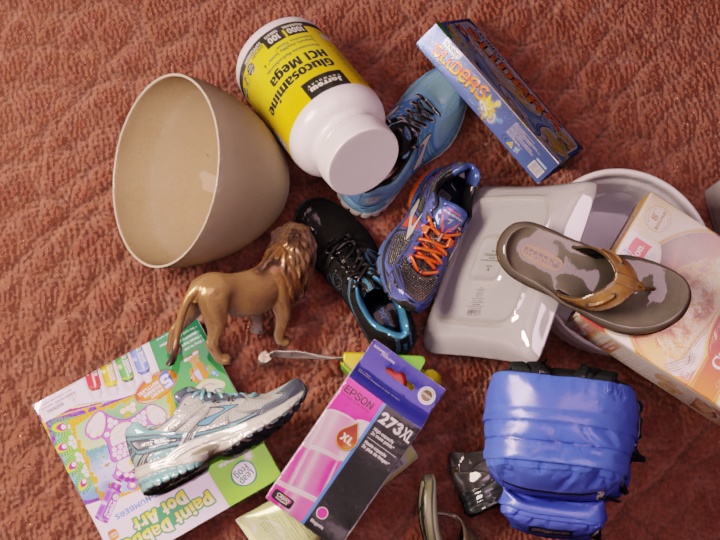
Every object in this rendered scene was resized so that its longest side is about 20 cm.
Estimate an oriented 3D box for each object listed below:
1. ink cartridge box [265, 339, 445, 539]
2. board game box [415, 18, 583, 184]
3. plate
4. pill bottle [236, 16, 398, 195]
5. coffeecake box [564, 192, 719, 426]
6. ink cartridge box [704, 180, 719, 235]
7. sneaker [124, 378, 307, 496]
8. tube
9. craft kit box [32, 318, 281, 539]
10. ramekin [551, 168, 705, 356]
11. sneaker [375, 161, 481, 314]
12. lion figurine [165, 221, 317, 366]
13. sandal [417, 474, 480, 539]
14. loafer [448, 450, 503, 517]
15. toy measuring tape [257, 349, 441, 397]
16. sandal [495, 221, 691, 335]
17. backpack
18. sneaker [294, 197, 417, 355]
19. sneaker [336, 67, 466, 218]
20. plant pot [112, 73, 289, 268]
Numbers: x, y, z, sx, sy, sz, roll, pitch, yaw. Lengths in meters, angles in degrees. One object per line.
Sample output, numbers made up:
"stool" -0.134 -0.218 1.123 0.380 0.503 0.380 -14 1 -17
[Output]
"ink cartridge box" -0.005 0.180 1.609 0.094 0.037 0.201 35 88 2
"board game box" 0.155 -0.189 1.700 0.034 0.135 0.200 -42 86 22
"plate" 0.147 -0.005 1.635 0.032 0.199 0.202 27 77 -31
"pill bottle" -0.044 -0.173 1.645 0.112 0.113 0.200 -30 51 -10
"coffeecake box" 0.336 0.042 1.595 0.199 0.073 0.154 32 79 2
"ink cartridge box" 0.477 -0.086 1.673 0.145 0.200 0.085 -13 81 -8
"sneaker" -0.151 0.150 1.594 0.199 0.078 0.087 -26 80 -10
"tube" -0.032 0.236 1.647 0.199 0.052 0.058 -37 43 -6
"craft kit box" -0.214 0.182 1.640 0.199 0.049 0.199 -29 86 -10
"ramekin" 0.274 -0.002 1.688 0.198 0.105 0.202 1 80 -6
"sneaker" 0.076 -0.043 1.655 0.075 0.078 0.201 30 56 -17
"lion figurine" -0.123 0.025 1.616 0.072 0.199 0.124 25 120 34
"sandal" 0.105 0.307 1.630 0.057 0.080 0.203 -21 91 -4
"loafer" 0.189 0.190 1.662 0.199 0.073 0.073 -24 79 -10
"toy measuring tape" -0.012 0.123 1.657 0.198 0.074 0.074 3 79 -5
"sandal" 0.230 0.003 1.529 0.199 0.055 0.082 25 79 3
"backpack" 0.201 0.176 1.528 0.161 0.200 0.170 1 73 7
"sneaker" 0.000 0.000 1.674 0.073 0.082 0.201 -36 83 -8
"sneaker" 0.055 -0.146 1.702 0.078 0.090 0.201 36 77 2
"plant pot" -0.153 -0.098 1.640 0.134 0.199 0.202 6 76 -40
